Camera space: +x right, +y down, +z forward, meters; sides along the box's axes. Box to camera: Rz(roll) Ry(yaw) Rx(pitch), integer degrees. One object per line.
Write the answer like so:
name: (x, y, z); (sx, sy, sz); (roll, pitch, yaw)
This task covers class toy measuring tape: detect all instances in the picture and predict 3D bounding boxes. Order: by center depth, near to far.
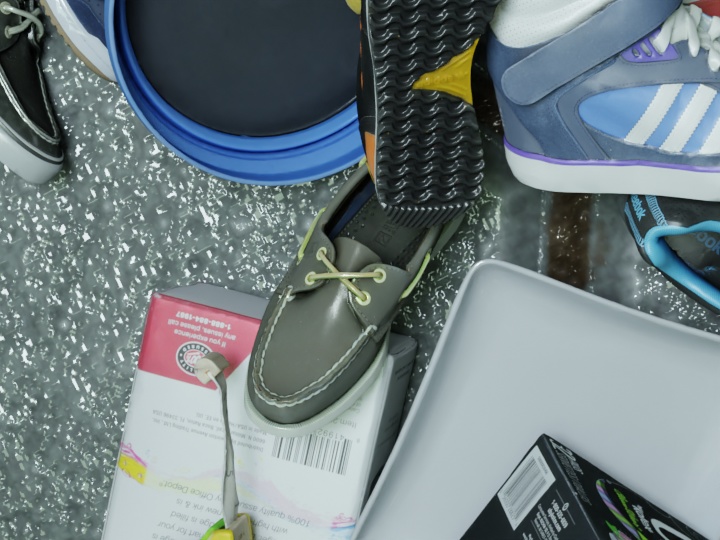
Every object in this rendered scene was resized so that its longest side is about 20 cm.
toy measuring tape: (-0.095, 0.146, 0.900); (0.073, 0.074, 0.200); (-4, 95, 13)

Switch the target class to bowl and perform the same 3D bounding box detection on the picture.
bowl: (-0.042, -0.145, 0.901); (0.200, 0.039, 0.201); (-10, 120, -18)

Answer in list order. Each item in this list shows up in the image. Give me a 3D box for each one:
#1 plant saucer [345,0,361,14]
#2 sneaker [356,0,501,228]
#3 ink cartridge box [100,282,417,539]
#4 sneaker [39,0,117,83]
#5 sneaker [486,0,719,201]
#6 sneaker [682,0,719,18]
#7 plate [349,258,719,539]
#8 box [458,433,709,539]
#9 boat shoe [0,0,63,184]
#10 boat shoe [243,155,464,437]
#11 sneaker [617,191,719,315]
plant saucer: (0.069, -0.245, 0.845); (0.200, 0.048, 0.200); (-23, 121, -11)
sneaker: (0.025, -0.125, 0.832); (0.070, 0.090, 0.200); (-6, 123, -14)
ink cartridge box: (-0.062, 0.121, 0.968); (0.147, 0.086, 0.200); (15, 99, 11)
sneaker: (-0.144, -0.217, 0.967); (0.108, 0.070, 0.200); (-23, 86, 16)
sneaker: (0.161, -0.116, 0.824); (0.200, 0.081, 0.147); (-1, 120, 11)
sneaker: (0.210, -0.119, 0.907); (0.200, 0.078, 0.116); (-3, 117, 7)
plate: (0.113, 0.103, 0.915); (0.200, 0.032, 0.200); (18, 110, -13)
box: (0.150, 0.206, 0.863); (0.200, 0.149, 0.124); (34, 102, -17)
boat shoe: (-0.226, -0.146, 0.992); (0.064, 0.071, 0.200); (-33, 85, 15)
boat shoe: (-0.003, -0.001, 0.900); (0.072, 0.060, 0.202); (24, 59, 16)
sneaker: (0.221, 0.015, 0.880); (0.200, 0.082, 0.073); (28, 115, -6)
